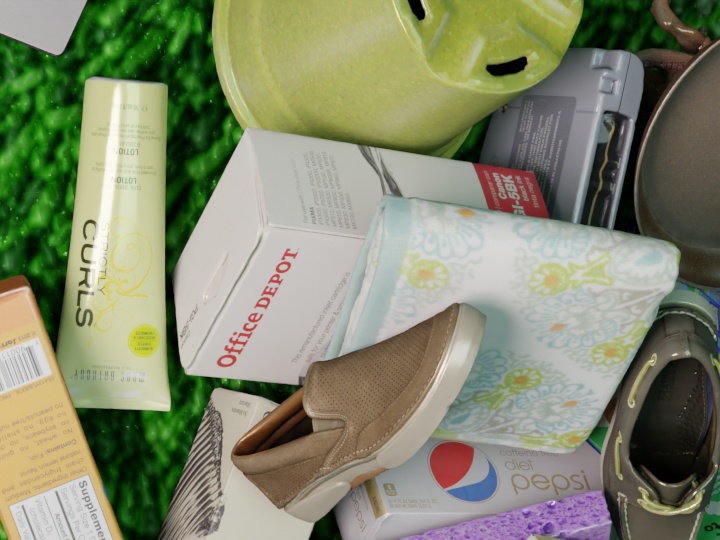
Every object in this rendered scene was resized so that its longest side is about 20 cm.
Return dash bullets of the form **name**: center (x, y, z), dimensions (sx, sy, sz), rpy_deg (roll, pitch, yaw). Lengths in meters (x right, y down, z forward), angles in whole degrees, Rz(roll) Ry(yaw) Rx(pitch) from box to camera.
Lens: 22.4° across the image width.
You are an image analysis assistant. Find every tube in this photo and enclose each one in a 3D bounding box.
- **tube**: center (-0.147, -0.015, 1.104), dimensions (0.052, 0.058, 0.202), rpy_deg (-3, 99, -60)

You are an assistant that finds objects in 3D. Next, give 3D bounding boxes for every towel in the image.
- **towel**: center (0.074, 0.035, 1.056), dimensions (0.169, 0.201, 0.048), rpy_deg (6, 52, -10)

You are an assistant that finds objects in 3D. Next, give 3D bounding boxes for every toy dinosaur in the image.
- **toy dinosaur**: center (0.236, -0.110, 1.229), dimensions (0.086, 0.200, 0.136), rpy_deg (-41, 68, 6)

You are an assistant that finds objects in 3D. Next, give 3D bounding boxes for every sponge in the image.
- **sponge**: center (0.060, 0.199, 1.144), dimensions (0.198, 0.112, 0.030), rpy_deg (-12, 51, -9)

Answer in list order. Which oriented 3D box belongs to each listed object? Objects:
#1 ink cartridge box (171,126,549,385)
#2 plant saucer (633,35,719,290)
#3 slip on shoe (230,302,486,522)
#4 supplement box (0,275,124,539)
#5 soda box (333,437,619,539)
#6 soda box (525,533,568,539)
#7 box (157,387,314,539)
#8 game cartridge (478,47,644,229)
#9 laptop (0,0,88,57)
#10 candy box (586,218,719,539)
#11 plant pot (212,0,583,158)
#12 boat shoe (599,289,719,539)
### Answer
- **ink cartridge box**: center (0.000, 0.000, 1.113), dimensions (0.198, 0.147, 0.083), rpy_deg (8, 48, -25)
- **plant saucer**: center (0.259, -0.081, 1.183), dimensions (0.198, 0.032, 0.202), rpy_deg (-12, 122, -19)
- **slip on shoe**: center (-0.004, 0.074, 1.016), dimensions (0.060, 0.200, 0.076), rpy_deg (32, 49, -14)
- **supplement box**: center (-0.192, 0.109, 1.069), dimensions (0.068, 0.067, 0.202), rpy_deg (-19, 100, -11)
- **soda box**: center (0.085, 0.151, 1.189), dimensions (0.198, 0.064, 0.068), rpy_deg (3, 45, -25)
- **soda box**: center (0.084, 0.249, 1.139), dimensions (0.068, 0.200, 0.064), rpy_deg (13, 42, -34)
- **box**: center (-0.084, 0.179, 1.120), dimensions (0.068, 0.082, 0.202), rpy_deg (25, 80, -24)
- **game cartridge**: center (0.117, -0.044, 1.179), dimensions (0.040, 0.133, 0.202), rpy_deg (12, 91, -31)
- **laptop**: center (-0.205, -0.215, 0.990), dimensions (0.186, 0.116, 0.201), rpy_deg (20, 112, -24)
- **candy box**: center (0.231, 0.085, 1.229), dimensions (0.200, 0.077, 0.170), rpy_deg (42, 39, -19)
- **plant pot**: center (0.035, -0.156, 1.101), dimensions (0.199, 0.184, 0.203), rpy_deg (3, 84, -26)
- **boat shoe**: center (0.185, 0.111, 1.109), dimensions (0.071, 0.060, 0.203), rpy_deg (1, 122, 3)
